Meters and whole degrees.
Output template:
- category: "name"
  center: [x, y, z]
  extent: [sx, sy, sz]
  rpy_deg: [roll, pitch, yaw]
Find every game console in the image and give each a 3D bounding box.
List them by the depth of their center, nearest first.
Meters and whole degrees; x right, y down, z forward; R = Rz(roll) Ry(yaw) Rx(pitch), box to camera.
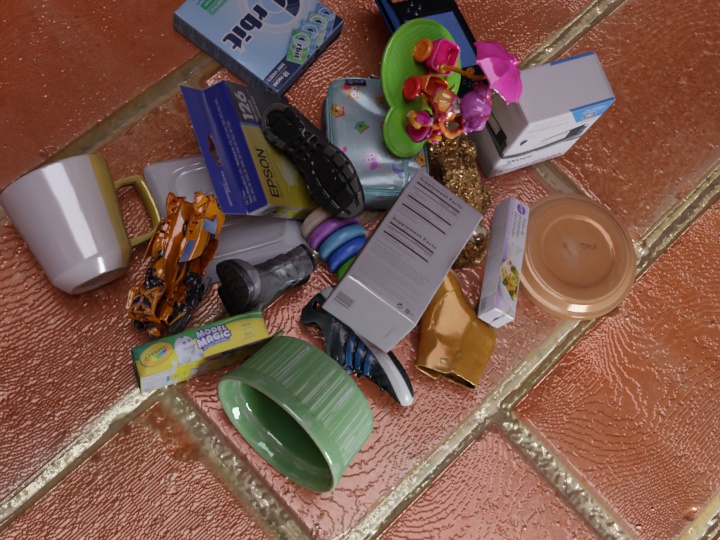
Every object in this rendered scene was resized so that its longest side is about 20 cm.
- category: "game console"
  center: [0.105, -0.367, 1.565]
  extent: [0.170, 0.118, 0.200]
  rpy_deg: [-16, 65, -15]

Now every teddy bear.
- category: "teddy bear"
  center: [0.149, -0.108, 1.502]
  extent: [0.067, 0.145, 0.201]
  rpy_deg: [-10, 61, 31]

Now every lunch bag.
- category: "lunch bag"
  center: [0.024, -0.192, 1.524]
  extent: [0.160, 0.077, 0.201]
  rpy_deg: [2, 70, -10]

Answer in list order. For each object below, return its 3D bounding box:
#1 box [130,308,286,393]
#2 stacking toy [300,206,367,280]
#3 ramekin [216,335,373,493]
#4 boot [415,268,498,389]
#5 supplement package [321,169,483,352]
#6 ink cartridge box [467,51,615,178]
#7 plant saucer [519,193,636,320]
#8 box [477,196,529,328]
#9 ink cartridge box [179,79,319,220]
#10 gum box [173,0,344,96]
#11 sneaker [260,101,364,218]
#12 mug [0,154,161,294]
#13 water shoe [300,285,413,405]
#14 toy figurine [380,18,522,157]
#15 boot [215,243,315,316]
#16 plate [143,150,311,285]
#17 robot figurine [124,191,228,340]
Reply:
- category: "box"
  center: [-0.200, 0.103, 1.357]
  extent: [0.199, 0.117, 0.049]
  rpy_deg: [-15, 77, -16]
- category: "stacking toy"
  center: [0.000, 0.000, 1.442]
  extent: [0.085, 0.085, 0.200]
  rpy_deg: [-29, 75, -18]
- category: "ramekin"
  center: [-0.078, 0.179, 1.315]
  extent: [0.200, 0.200, 0.098]
  rpy_deg: [42, 61, 6]
- category: "boot"
  center: [0.101, 0.070, 1.448]
  extent: [0.201, 0.071, 0.144]
  rpy_deg: [29, 64, -5]
- category: "supplement package"
  center: [0.056, -0.013, 1.361]
  extent: [0.109, 0.114, 0.200]
  rpy_deg: [35, 59, -2]
- category: "ink cartridge box"
  center: [0.261, -0.225, 1.515]
  extent: [0.144, 0.200, 0.084]
  rpy_deg: [-18, 77, -16]
- category: "plant saucer"
  center: [0.321, -0.025, 1.545]
  extent: [0.200, 0.032, 0.201]
  rpy_deg: [4, 71, -10]
- category: "box"
  center: [0.207, -0.014, 1.480]
  extent: [0.039, 0.041, 0.200]
  rpy_deg: [29, 53, -23]
- category: "ink cartridge box"
  center: [-0.143, -0.168, 1.440]
  extent: [0.200, 0.047, 0.198]
  rpy_deg: [3, 63, -58]
- category: "gum box"
  center: [-0.155, -0.378, 1.574]
  extent: [0.200, 0.045, 0.170]
  rpy_deg: [38, 68, 3]
- category: "sneaker"
  center: [-0.054, -0.156, 1.431]
  extent: [0.075, 0.079, 0.200]
  rpy_deg: [-41, 77, 16]
- category: "mug"
  center: [-0.364, -0.062, 1.375]
  extent: [0.186, 0.149, 0.153]
  rpy_deg: [-25, 85, -9]
- category: "water shoe"
  center: [-0.005, 0.116, 1.426]
  extent: [0.079, 0.071, 0.200]
  rpy_deg: [-38, 79, 5]
- category: "toy figurine"
  center: [0.133, -0.243, 1.399]
  extent: [0.150, 0.184, 0.201]
  rpy_deg: [18, 89, -39]
- category: "boot"
  center: [-0.120, 0.000, 1.365]
  extent: [0.131, 0.200, 0.070]
  rpy_deg: [-29, 87, -15]
- category: "plate"
  center: [-0.190, -0.090, 1.473]
  extent: [0.199, 0.032, 0.200]
  rpy_deg: [-16, 74, -16]
- category: "robot figurine"
  center: [-0.250, -0.006, 1.370]
  extent: [0.058, 0.145, 0.201]
  rpy_deg: [30, 72, -38]
